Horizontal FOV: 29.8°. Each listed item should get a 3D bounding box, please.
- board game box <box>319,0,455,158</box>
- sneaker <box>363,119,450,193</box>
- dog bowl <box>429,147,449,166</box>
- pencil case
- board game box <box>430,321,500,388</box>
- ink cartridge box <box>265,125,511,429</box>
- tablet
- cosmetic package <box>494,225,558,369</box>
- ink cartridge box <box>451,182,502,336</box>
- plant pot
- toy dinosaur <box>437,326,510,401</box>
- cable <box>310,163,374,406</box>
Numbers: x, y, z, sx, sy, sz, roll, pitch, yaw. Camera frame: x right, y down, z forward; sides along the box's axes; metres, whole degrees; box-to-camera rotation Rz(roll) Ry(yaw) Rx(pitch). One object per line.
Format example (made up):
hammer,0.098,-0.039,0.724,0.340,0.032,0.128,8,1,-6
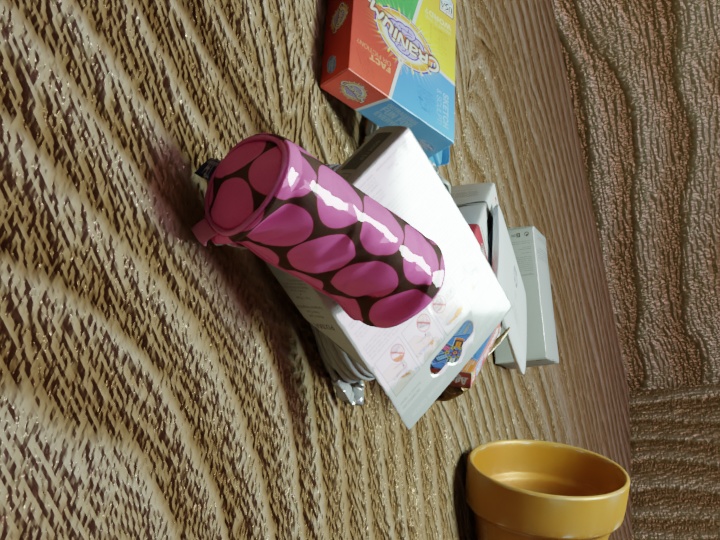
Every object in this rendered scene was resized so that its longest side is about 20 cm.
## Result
board game box,0.032,-0.233,1.375,0.153,0.040,0.200,30,48,-35
sneaker,0.051,-0.097,1.404,0.076,0.092,0.200,68,21,-47
dog bowl,0.063,-0.132,1.544,0.112,0.049,0.200,67,21,-45
pencil case,-0.027,-0.022,0.991,0.200,0.094,0.091,32,6,-41
board game box,0.083,0.078,1.417,0.200,0.103,0.020,-42,137,-71
ink cartridge box,0.027,0.006,1.127,0.160,0.047,0.200,-47,120,-27
tablet,0.185,0.026,1.663,0.200,0.014,0.130,66,23,-53
cosmetic package,0.243,0.043,2.036,0.108,0.085,0.201,31,54,-70
ink cartridge box,0.126,-0.006,1.646,0.200,0.083,0.147,-63,143,-64
plant pot,0.223,0.330,1.681,0.200,0.200,0.184,-36,133,-72
toy dinosaur,0.101,0.116,1.459,0.200,0.106,0.061,-38,119,-73
cable,0.000,0.000,1.221,0.200,0.069,0.200,64,25,-49
